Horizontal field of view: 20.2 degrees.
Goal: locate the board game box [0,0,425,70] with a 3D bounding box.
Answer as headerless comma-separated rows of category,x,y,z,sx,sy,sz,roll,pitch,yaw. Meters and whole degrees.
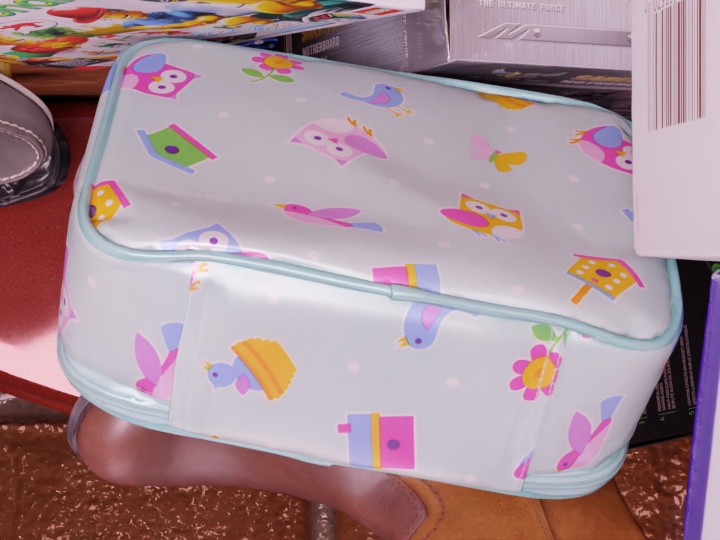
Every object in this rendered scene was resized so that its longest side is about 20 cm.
board game box,-0.089,-0.098,0.684,0.125,0.035,0.199,1,178,-40

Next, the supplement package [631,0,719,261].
supplement package,0.186,-0.062,0.576,0.198,0.119,0.117,0,180,-6

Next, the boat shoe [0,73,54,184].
boat shoe,-0.205,-0.057,0.789,0.199,0.057,0.067,18,134,-40

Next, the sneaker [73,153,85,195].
sneaker,-0.058,-0.057,1.015,0.199,0.088,0.082,-22,153,-32

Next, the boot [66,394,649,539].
boot,0.013,0.096,0.666,0.187,0.069,0.201,-3,-136,-22

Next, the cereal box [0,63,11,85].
cereal box,-0.245,-0.088,0.911,0.143,0.040,0.200,-1,178,-20

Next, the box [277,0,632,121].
box,0.086,-0.090,0.792,0.198,0.049,0.158,0,177,-23

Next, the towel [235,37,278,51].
towel,0.000,-0.098,0.972,0.198,0.024,0.145,0,179,-21

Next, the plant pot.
plant pot,-0.210,-0.012,1.269,0.175,0.202,0.200,10,176,-14

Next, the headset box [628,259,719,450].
headset box,0.135,-0.009,0.967,0.198,0.176,0.093,-10,-177,-16

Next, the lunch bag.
lunch bag,0.005,-0.007,0.664,0.198,0.078,0.161,10,-149,-7

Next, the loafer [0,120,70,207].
loafer,-0.245,-0.072,1.140,0.199,0.069,0.070,4,-171,24

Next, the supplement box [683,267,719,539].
supplement box,0.188,0.021,0.704,0.102,0.102,0.200,10,-155,19
